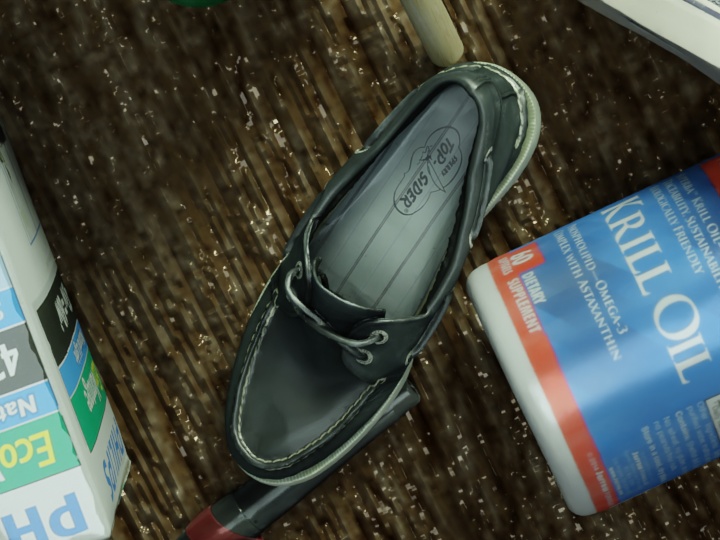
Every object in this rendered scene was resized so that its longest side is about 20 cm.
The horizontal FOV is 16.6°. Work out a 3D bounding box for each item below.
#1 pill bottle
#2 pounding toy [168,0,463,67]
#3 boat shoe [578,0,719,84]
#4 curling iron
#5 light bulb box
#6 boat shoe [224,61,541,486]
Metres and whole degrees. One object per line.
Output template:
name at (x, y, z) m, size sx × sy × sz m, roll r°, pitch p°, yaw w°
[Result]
pill bottle at (0.153, 0.009, 0.995) m, size 0.200 × 0.112 × 0.112 m, roll -26°, pitch 100°, yaw 2°
pounding toy at (-0.036, -0.175, 0.933) m, size 0.142 × 0.184 × 0.200 m, roll -4°, pitch 93°, yaw 1°
boat shoe at (0.154, -0.118, 0.952) m, size 0.200 × 0.075 × 0.093 m, roll 36°, pitch 94°, yaw 30°
curling iron at (-0.051, 0.116, 1.048) m, size 0.200 × 0.026 × 0.050 m, roll -42°, pitch 62°, yaw 2°
light bulb box at (-0.214, 0.031, 0.951) m, size 0.198 × 0.125 × 0.200 m, roll -20°, pitch 100°, yaw 2°
boat shoe at (0.002, 0.001, 1.003) m, size 0.074 × 0.066 × 0.199 m, roll 40°, pitch 97°, yaw 12°
